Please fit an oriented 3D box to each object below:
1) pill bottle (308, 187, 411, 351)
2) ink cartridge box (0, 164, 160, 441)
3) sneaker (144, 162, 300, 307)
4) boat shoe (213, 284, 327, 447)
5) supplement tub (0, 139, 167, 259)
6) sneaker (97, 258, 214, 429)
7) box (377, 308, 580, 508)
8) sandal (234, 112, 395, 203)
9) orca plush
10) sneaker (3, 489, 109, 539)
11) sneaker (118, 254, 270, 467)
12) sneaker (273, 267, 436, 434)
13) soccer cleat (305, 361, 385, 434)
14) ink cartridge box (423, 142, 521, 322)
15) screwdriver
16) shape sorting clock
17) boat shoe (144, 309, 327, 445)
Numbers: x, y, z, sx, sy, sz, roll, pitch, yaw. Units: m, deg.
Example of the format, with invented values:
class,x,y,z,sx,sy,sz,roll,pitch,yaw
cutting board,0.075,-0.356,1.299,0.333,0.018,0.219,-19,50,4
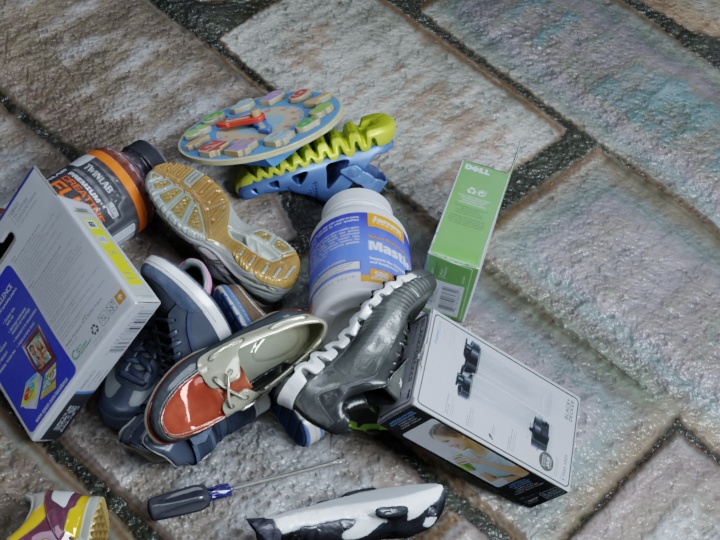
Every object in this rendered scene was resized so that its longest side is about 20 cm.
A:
class,x,y,z,sx,sy,sz,roll,pitch,yaw
pill bottle,0.000,0.000,1.379,0.112,0.112,0.200,3,39,-4
ink cartridge box,-0.314,0.033,1.291,0.047,0.198,0.200,5,40,-53
sneaker,-0.161,-0.031,1.397,0.200,0.088,0.076,41,57,6
boat shoe,-0.083,0.091,1.345,0.072,0.072,0.200,-25,69,-28
supplement tub,-0.302,-0.066,1.408,0.107,0.107,0.200,39,58,21
sneaker,-0.215,0.069,1.331,0.070,0.082,0.200,20,54,7
box,0.121,0.138,1.274,0.200,0.060,0.117,31,50,-22
sandal,-0.047,-0.113,1.492,0.200,0.087,0.079,-15,26,5
orca plush,-0.006,0.256,1.220,0.200,0.105,0.071,-7,92,-40
sneaker,-0.295,0.292,1.167,0.090,0.075,0.200,5,46,8
sneaker,-0.193,0.099,1.264,0.146,0.077,0.202,-38,108,-25
sneaker,0.016,0.082,1.220,0.090,0.066,0.200,40,66,17
soccer cleat,0.022,0.123,1.305,0.200,0.065,0.084,18,38,-22
ink cartridge box,0.122,-0.053,1.448,0.059,0.104,0.200,18,53,6
screwdriver,-0.113,0.215,1.272,0.200,0.029,0.028,-10,54,-18
shape sorting clock,-0.118,-0.171,1.504,0.200,0.039,0.200,-13,30,8
boat shoe,-0.118,0.100,1.229,0.200,0.071,0.063,-34,21,-30
